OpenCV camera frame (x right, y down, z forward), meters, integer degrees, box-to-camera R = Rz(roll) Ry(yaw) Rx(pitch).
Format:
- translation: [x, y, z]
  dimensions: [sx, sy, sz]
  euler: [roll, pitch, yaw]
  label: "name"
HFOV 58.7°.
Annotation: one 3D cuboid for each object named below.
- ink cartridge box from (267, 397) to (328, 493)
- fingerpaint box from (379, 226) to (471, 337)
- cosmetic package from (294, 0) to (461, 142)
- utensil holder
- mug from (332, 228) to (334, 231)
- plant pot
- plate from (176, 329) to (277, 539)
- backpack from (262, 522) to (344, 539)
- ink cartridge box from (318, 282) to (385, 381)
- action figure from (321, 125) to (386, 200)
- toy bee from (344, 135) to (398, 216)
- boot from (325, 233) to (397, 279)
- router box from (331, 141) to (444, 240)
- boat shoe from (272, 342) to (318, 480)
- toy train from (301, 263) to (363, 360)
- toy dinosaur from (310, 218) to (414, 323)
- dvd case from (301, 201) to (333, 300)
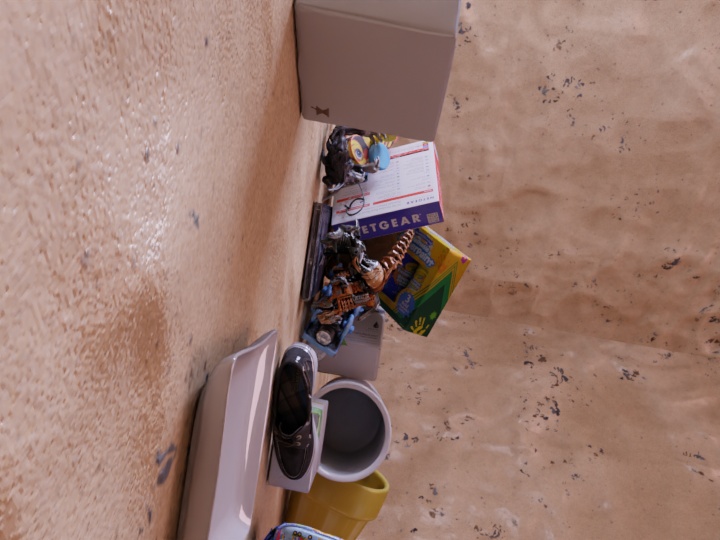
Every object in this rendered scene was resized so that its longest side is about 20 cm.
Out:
- translation: [-0.094, 0.268, 1.031]
  dimensions: [0.200, 0.065, 0.121]
  euler: [75, 24, -86]
  label: "ink cartridge box"
- translation: [0.088, -0.005, 1.209]
  dimensions: [0.200, 0.072, 0.170]
  euler: [44, -72, 46]
  label: "fingerpaint box"
- translation: [0.027, -0.286, 0.712]
  dimensions: [0.168, 0.161, 0.206]
  euler: [95, 6, -65]
  label: "cosmetic package"
- translation: [-0.026, 0.291, 1.220]
  dimensions: [0.200, 0.164, 0.176]
  euler: [82, 18, -85]
  label: "utensil holder"
- translation: [0.004, -0.086, 1.333]
  dimensions: [0.153, 0.144, 0.194]
  euler: [-2, 95, -80]
  label: "mug"
- translation: [-0.066, 0.471, 1.272]
  dimensions: [0.201, 0.196, 0.193]
  euler: [57, 59, -87]
  label: "plant pot"
- translation: [-0.112, 0.158, 0.545]
  dimensions: [0.200, 0.031, 0.207]
  euler: [-16, 114, -88]
  label: "plate"
- translation: [-0.072, 0.445, 0.894]
  dimensions: [0.201, 0.177, 0.138]
  euler: [102, 5, -63]
  label: "backpack"
- translation: [-0.023, 0.117, 1.295]
  dimensions: [0.202, 0.140, 0.086]
  euler: [-78, 175, -59]
  label: "ink cartridge box"
- translation: [-0.008, -0.201, 1.009]
  dimensions: [0.119, 0.099, 0.206]
  euler: [122, -23, -68]
  label: "action figure"
- translation: [0.004, -0.214, 1.119]
  dimensions: [0.109, 0.128, 0.203]
  euler: [50, 28, -30]
  label: "toy bee"
- translation: [-0.003, -0.020, 1.216]
  dimensions: [0.199, 0.072, 0.077]
  euler: [-36, -109, 40]
  label: "boot"
- translation: [0.047, -0.145, 1.161]
  dimensions: [0.183, 0.194, 0.050]
  euler: [-88, 161, -44]
  label: "router box"
- translation: [-0.092, 0.204, 0.876]
  dimensions: [0.066, 0.068, 0.207]
  euler: [-49, 148, -71]
  label: "boat shoe"
- translation: [-0.046, 0.077, 1.142]
  dimensions: [0.116, 0.085, 0.202]
  euler: [-60, -176, 37]
  label: "toy train"
- translation: [0.000, 0.000, 1.038]
  dimensions: [0.197, 0.137, 0.103]
  euler: [-32, 168, -29]
  label: "toy dinosaur"
- translation: [-0.071, -0.036, 1.086]
  dimensions: [0.200, 0.015, 0.154]
  euler: [-50, 148, -85]
  label: "dvd case"
